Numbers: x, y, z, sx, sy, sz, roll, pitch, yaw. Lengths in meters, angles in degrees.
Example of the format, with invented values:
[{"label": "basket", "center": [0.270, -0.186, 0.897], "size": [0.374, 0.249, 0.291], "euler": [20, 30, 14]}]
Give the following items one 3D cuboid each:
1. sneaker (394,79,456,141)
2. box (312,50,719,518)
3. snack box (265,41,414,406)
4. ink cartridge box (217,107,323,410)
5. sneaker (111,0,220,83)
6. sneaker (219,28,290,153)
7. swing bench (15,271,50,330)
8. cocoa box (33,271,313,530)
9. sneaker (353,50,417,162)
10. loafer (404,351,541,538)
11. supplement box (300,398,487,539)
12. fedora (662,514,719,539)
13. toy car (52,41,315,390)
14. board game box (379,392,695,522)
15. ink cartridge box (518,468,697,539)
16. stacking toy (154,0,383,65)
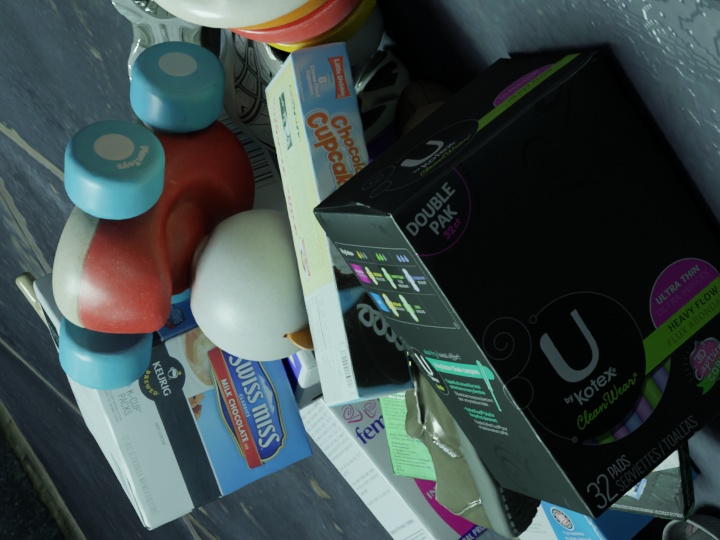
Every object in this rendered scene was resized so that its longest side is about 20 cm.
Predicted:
[{"label": "sneaker", "center": [0.083, -0.034, 1.357], "size": [0.200, 0.070, 0.076], "euler": [60, -173, -32]}, {"label": "box", "center": [0.100, 0.005, 1.210], "size": [0.200, 0.148, 0.124], "euler": [56, 164, -14]}, {"label": "snack box", "center": [-0.014, -0.023, 1.315], "size": [0.116, 0.037, 0.201], "euler": [152, 107, -79]}, {"label": "ink cartridge box", "center": [-0.069, -0.004, 1.608], "size": [0.200, 0.043, 0.199], "euler": [115, 132, -73]}, {"label": "sneaker", "center": [-0.123, -0.199, 1.491], "size": [0.200, 0.078, 0.100], "euler": [102, 172, -59]}, {"label": "sneaker", "center": [-0.045, -0.131, 1.440], "size": [0.088, 0.076, 0.200], "euler": [39, 160, 36]}, {"label": "swing bench", "center": [-0.129, 0.038, 1.807], "size": [0.200, 0.199, 0.130], "euler": [59, 163, -24]}, {"label": "cocoa box", "center": [-0.136, 0.068, 1.615], "size": [0.200, 0.131, 0.134], "euler": [-137, 26, -64]}, {"label": "sneaker", "center": [0.017, -0.071, 1.445], "size": [0.083, 0.081, 0.200], "euler": [21, 157, -1]}, {"label": "loafer", "center": [0.050, 0.073, 1.325], "size": [0.069, 0.075, 0.201], "euler": [2, 123, 31]}, {"label": "supplement box", "center": [0.032, 0.120, 1.725], "size": [0.200, 0.101, 0.103], "euler": [50, 163, 4]}, {"label": "fedora", "center": [0.244, 0.257, 1.463], "size": [0.177, 0.090, 0.200], "euler": [22, 147, 60]}, {"label": "toy car", "center": [-0.077, -0.011, 1.434], "size": [0.199, 0.177, 0.185], "euler": [20, 133, 11]}, {"label": "board game box", "center": [0.103, 0.091, 1.369], "size": [0.199, 0.023, 0.105], "euler": [7, 125, 28]}, {"label": "ink cartridge box", "center": [0.106, 0.081, 1.471], "size": [0.200, 0.084, 0.145], "euler": [53, 163, -8]}, {"label": "stacking toy", "center": [-0.036, -0.174, 1.295], "size": [0.146, 0.146, 0.200], "euler": [43, 180, 26]}]
